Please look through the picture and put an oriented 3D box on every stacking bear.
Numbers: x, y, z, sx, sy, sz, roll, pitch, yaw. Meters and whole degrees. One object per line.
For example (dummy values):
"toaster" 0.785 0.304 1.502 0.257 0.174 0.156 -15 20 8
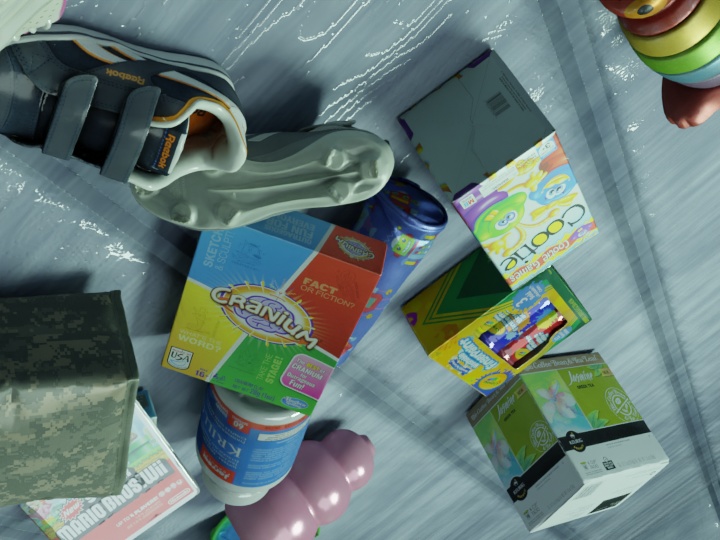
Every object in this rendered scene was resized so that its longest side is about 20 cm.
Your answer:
"stacking bear" 0.258 -0.218 0.782 0.120 0.115 0.199 -17 151 41

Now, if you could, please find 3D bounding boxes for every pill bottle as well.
"pill bottle" -0.113 0.161 0.995 0.111 0.113 0.201 -12 143 -28

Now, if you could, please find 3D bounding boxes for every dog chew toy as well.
"dog chew toy" -0.068 0.271 1.190 0.199 0.125 0.125 -32 150 -14

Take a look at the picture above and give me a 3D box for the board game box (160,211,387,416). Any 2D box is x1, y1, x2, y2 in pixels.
"board game box" -0.081 0.032 0.834 0.151 0.041 0.201 19 132 -7

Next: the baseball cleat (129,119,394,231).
"baseball cleat" -0.072 -0.075 0.737 0.197 0.107 0.071 -1 108 2

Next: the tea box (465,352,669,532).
"tea box" 0.294 0.240 1.371 0.198 0.198 0.134 -2 140 -39

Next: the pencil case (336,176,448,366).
"pencil case" 0.000 0.000 0.896 0.077 0.087 0.201 22 123 -24

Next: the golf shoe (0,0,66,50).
"golf shoe" -0.207 -0.143 0.525 0.200 0.076 0.091 -45 149 24

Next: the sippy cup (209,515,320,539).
"sippy cup" -0.143 0.401 1.305 0.175 0.142 0.131 4 153 -7

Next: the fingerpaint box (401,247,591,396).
"fingerpaint box" 0.164 0.053 1.115 0.166 0.074 0.200 -37 148 10

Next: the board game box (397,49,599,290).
"board game box" 0.130 -0.082 0.864 0.102 0.106 0.200 -34 148 8

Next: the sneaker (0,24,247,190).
"sneaker" -0.160 -0.103 0.617 0.198 0.080 0.079 -3 141 -36

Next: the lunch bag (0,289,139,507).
"lunch bag" -0.275 0.122 0.785 0.162 0.118 0.202 -3 134 -24

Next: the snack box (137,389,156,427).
"snack box" -0.273 0.207 0.994 0.115 0.037 0.201 -13 144 -24

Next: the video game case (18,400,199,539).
"video game case" -0.257 0.188 0.912 0.142 0.017 0.201 -33 126 -11
